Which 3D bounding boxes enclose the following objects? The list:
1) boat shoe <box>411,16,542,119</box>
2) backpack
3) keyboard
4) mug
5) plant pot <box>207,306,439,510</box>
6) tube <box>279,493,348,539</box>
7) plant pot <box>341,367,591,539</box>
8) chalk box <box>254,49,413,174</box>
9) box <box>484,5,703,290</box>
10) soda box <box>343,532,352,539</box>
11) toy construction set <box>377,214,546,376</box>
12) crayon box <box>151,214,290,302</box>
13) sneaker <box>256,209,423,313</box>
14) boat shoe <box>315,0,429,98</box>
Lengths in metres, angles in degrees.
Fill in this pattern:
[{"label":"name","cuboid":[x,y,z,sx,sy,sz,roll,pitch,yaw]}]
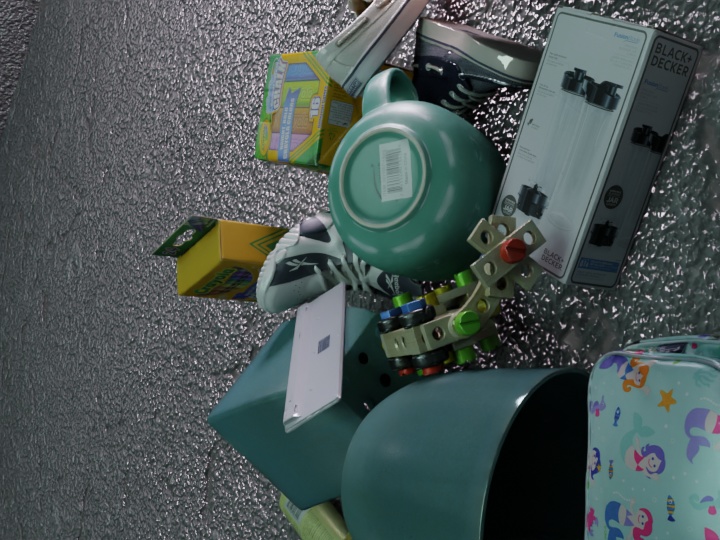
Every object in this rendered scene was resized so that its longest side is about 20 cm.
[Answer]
[{"label":"boat shoe","cuboid":[0.106,-0.176,0.909,0.200,0.074,0.094,-131,49,-59]},{"label":"backpack","cuboid":[0.235,0.123,0.574,0.199,0.149,0.181,-6,78,52]},{"label":"keyboard","cuboid":[-0.038,0.071,0.852,0.056,0.011,0.201,-28,24,13]},{"label":"mug","cuboid":[0.036,-0.082,0.861,0.185,0.114,0.153,42,105,28]},{"label":"plant pot","cuboid":[-0.025,0.122,0.920,0.142,0.141,0.200,-52,11,-32]},{"label":"tube","cuboid":[-0.024,0.305,1.040,0.052,0.058,0.200,-38,40,-9]},{"label":"plant pot","cuboid":[0.082,0.167,0.715,0.159,0.199,0.204,2,86,42]},{"label":"chalk box","cuboid":[-0.037,-0.171,1.078,0.199,0.123,0.126,15,96,59]},{"label":"box","cuboid":[0.183,-0.099,0.771,0.116,0.059,0.203,36,115,55]},{"label":"soda box","cuboid":[0.058,0.200,0.886,0.067,0.064,0.202,36,121,16]},{"label":"toy construction set","cuboid":[0.083,0.034,0.787,0.200,0.129,0.093,116,134,-67]},{"label":"crayon box","cuboid":[-0.129,-0.007,1.120,0.125,0.197,0.052,-31,58,51]},{"label":"sneaker","cuboid":[0.000,0.000,0.961,0.130,0.198,0.080,43,156,38]},{"label":"boat shoe","cuboid":[0.022,-0.263,0.965,0.201,0.069,0.071,-56,6,-23]}]
